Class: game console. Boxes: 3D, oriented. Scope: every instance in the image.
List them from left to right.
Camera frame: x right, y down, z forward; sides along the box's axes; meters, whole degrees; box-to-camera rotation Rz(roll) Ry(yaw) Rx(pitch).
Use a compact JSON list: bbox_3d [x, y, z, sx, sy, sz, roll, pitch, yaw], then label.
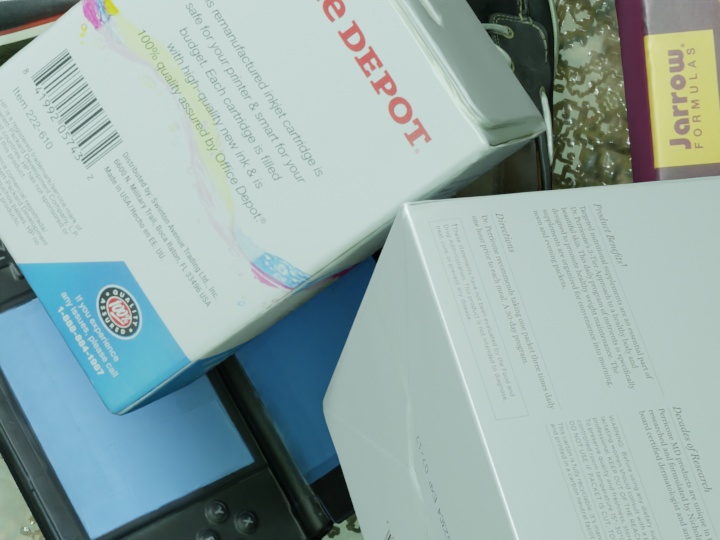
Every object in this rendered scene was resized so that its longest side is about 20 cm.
[{"bbox_3d":[-0.075,0.029,0.938,0.170,0.118,0.200,-24,75,-25],"label":"game console"}]

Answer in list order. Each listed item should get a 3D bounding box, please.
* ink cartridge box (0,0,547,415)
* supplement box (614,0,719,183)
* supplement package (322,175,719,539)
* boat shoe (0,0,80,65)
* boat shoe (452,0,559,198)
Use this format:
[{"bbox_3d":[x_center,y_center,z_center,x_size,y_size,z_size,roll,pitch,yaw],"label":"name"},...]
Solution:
[{"bbox_3d":[-0.048,-0.058,0.859,0.200,0.085,0.145,-35,84,23],"label":"ink cartridge box"},{"bbox_3d":[0.221,-0.080,0.958,0.199,0.103,0.131,-5,89,2],"label":"supplement box"},{"bbox_3d":[0.116,0.082,0.810,0.199,0.147,0.192,-6,57,-19],"label":"supplement package"},{"bbox_3d":[-0.151,-0.131,0.992,0.199,0.071,0.063,-13,85,6],"label":"boat shoe"},{"bbox_3d":[0.058,-0.092,0.983,0.072,0.068,0.201,-4,84,3],"label":"boat shoe"}]
